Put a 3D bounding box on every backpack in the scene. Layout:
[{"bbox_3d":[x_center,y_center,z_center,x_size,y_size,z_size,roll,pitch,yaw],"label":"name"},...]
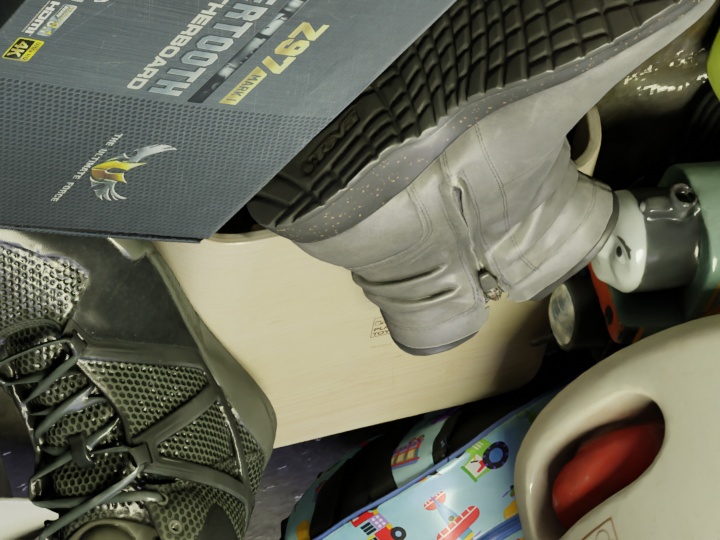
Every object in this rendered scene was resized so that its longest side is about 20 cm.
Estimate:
[{"bbox_3d":[0.057,0.122,1.182,0.182,0.135,0.200,-32,175,24],"label":"backpack"}]

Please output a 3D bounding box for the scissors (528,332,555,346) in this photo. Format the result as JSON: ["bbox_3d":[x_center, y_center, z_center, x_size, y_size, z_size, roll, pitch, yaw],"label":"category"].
[{"bbox_3d":[0.155,0.005,1.144,0.073,0.014,0.200,-11,-177,39],"label":"scissors"}]

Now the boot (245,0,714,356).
[{"bbox_3d":[0.065,-0.052,0.943,0.199,0.070,0.132,-29,142,21],"label":"boot"}]

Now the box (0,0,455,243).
[{"bbox_3d":[-0.063,-0.084,0.834,0.157,0.051,0.200,4,146,-44],"label":"box"}]

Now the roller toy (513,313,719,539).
[{"bbox_3d":[0.159,0.115,1.025,0.199,0.140,0.183,-15,148,5],"label":"roller toy"}]

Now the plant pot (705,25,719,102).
[{"bbox_3d":[0.274,-0.075,0.944,0.181,0.201,0.199,-16,155,-23],"label":"plant pot"}]

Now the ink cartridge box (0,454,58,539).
[{"bbox_3d":[-0.227,0.118,1.098,0.115,0.067,0.200,5,145,-44],"label":"ink cartridge box"}]

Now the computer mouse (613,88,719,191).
[{"bbox_3d":[0.205,-0.035,1.139,0.199,0.046,0.140,0,148,-37],"label":"computer mouse"}]

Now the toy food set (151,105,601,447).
[{"bbox_3d":[0.000,0.000,1.060,0.199,0.061,0.144,-13,143,-19],"label":"toy food set"}]

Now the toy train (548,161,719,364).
[{"bbox_3d":[0.179,-0.004,1.063,0.199,0.086,0.114,-3,145,-17],"label":"toy train"}]

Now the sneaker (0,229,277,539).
[{"bbox_3d":[-0.102,0.053,0.958,0.076,0.115,0.200,-17,133,23],"label":"sneaker"}]
